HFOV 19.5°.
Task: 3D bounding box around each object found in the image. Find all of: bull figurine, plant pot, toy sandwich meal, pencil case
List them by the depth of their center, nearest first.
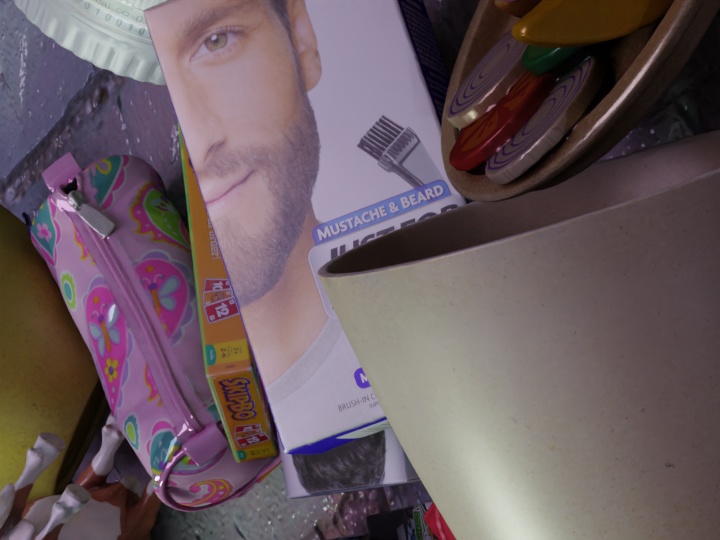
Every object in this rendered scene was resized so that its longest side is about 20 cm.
[{"bbox_3d":[0.104,0.066,0.751,0.187,0.187,0.200,-10,100,55],"label":"plant pot"},{"bbox_3d":[0.073,-0.123,0.780,0.205,0.070,0.205,-49,23,30],"label":"toy sandwich meal"},{"bbox_3d":[-0.108,0.029,1.103,0.200,0.087,0.087,60,138,30],"label":"pencil case"},{"bbox_3d":[-0.152,0.141,1.129,0.065,0.200,0.122,31,109,12],"label":"bull figurine"},{"bbox_3d":[-0.218,0.058,1.186,0.142,0.200,0.200,23,123,2],"label":"plant pot"}]

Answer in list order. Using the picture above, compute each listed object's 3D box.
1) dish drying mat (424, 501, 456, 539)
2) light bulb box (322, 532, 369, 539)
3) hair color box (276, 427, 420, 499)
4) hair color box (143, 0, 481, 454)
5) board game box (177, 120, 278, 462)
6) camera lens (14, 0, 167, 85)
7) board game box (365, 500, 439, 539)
[{"bbox_3d":[0.098,0.151,0.861,0.200,0.018,0.077,50,132,29],"label":"dish drying mat"},{"bbox_3d":[-0.080,0.234,0.969,0.125,0.198,0.200,50,-148,-85],"label":"light bulb box"},{"bbox_3d":[0.000,0.000,0.967,0.099,0.061,0.200,-17,81,54],"label":"hair color box"},{"bbox_3d":[-0.006,-0.034,0.884,0.109,0.065,0.200,-21,80,14],"label":"hair color box"},{"bbox_3d":[-0.068,-0.016,1.020,0.096,0.030,0.200,79,179,-60],"label":"board game box"},{"bbox_3d":[-0.071,-0.204,0.954,0.160,0.160,0.200,61,138,30],"label":"camera lens"},{"bbox_3d":[0.055,0.203,0.948,0.105,0.023,0.200,-20,77,52],"label":"board game box"}]
